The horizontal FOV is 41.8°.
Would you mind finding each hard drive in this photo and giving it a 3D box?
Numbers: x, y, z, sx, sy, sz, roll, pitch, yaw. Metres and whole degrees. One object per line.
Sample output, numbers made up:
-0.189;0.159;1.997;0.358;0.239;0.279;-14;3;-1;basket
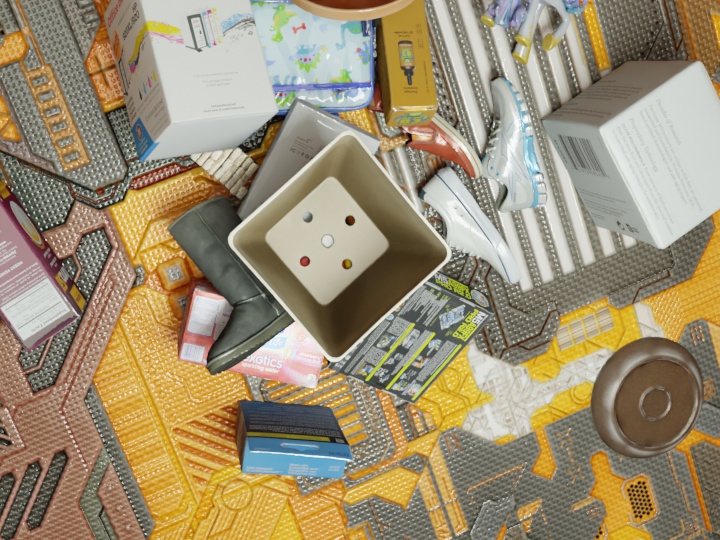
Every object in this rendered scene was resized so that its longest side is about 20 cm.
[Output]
-0.076;-0.120;1.294;0.131;0.026;0.201;22;112;-23;hard drive

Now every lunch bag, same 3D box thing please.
-0.078;-0.288;1.273;0.197;0.082;0.163;-3;104;-10;lunch bag

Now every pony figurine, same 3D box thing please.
0.249;-0.411;1.297;0.192;0.166;0.202;30;90;-47;pony figurine

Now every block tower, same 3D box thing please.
-0.224;-0.183;1.274;0.200;0.054;0.058;42;91;-16;block tower

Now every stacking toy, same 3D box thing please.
0.000;0.000;1.334;0.197;0.085;0.087;0;100;-14;stacking toy

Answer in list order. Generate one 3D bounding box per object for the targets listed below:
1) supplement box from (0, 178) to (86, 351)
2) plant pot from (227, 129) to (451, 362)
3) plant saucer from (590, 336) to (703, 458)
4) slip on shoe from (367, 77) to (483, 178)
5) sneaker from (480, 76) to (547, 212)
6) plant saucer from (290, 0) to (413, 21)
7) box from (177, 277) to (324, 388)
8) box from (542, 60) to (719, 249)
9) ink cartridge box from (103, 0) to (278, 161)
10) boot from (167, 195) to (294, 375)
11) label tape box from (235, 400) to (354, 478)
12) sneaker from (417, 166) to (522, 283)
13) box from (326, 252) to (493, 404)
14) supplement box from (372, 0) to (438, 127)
-0.452;-0.009;1.229;0.085;0.110;0.201;-32;105;-4;supplement box
-0.035;-0.035;1.202;0.199;0.177;0.200;-42;99;-3;plant pot
0.465;0.208;1.501;0.197;0.032;0.203;-2;100;-12;plant saucer
0.091;-0.193;1.329;0.199;0.074;0.061;39;92;-10;slip on shoe
0.206;-0.176;1.358;0.085;0.075;0.203;-17;103;-2;sneaker
-0.009;-0.390;1.229;0.197;0.202;0.033;-13;144;-9;plant saucer
-0.150;0.086;1.317;0.197;0.095;0.104;13;97;-14;box
0.401;-0.170;1.331;0.170;0.199;0.201;-34;107;-4;box
-0.215;-0.261;1.171;0.143;0.147;0.203;-12;84;-30;ink cartridge box
-0.183;0.015;1.222;0.201;0.072;0.181;53;47;1;boot
-0.096;0.244;1.303;0.141;0.200;0.067;6;101;-12;label tape box
0.158;-0.055;1.376;0.070;0.073;0.201;-37;96;7;sneaker
0.067;0.087;1.336;0.159;0.045;0.201;24;121;-24;box
0.056;-0.298;1.268;0.065;0.069;0.203;-3;75;-11;supplement box
